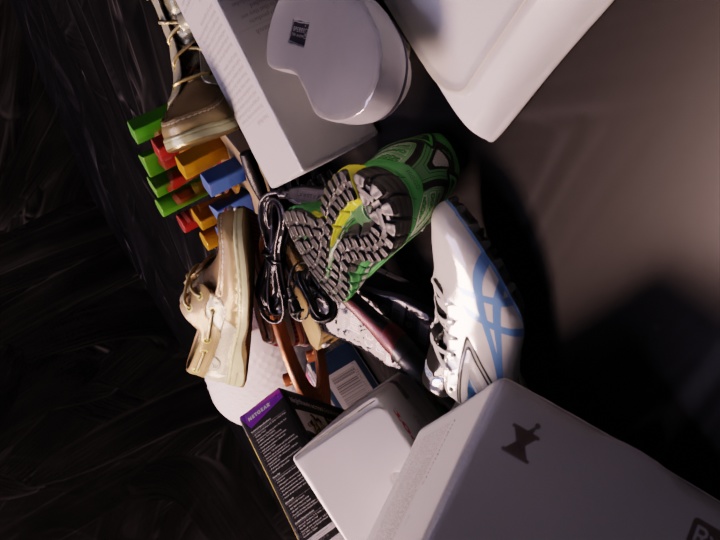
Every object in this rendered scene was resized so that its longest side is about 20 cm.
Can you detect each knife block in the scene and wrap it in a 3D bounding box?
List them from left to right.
[{"bbox_3d":[-0.052,-0.035,0.910,0.176,0.064,0.200,58,164,16],"label":"knife block"}]

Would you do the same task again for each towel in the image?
[{"bbox_3d":[-0.095,0.011,1.017,0.200,0.023,0.145,30,-137,-81],"label":"towel"}]

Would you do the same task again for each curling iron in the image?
[{"bbox_3d":[0.021,0.064,0.751,0.200,0.050,0.026,38,167,5],"label":"curling iron"}]

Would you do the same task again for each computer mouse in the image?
[{"bbox_3d":[0.000,0.000,0.788,0.199,0.046,0.141,18,123,28],"label":"computer mouse"}]

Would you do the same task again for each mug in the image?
[{"bbox_3d":[-0.150,0.077,1.227,0.200,0.147,0.176,39,153,28],"label":"mug"}]

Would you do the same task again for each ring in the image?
[{"bbox_3d":[-0.068,0.055,0.959,0.200,0.019,0.202,-18,-90,-83],"label":"ring"}]

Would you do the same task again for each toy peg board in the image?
[{"bbox_3d":[-0.189,-0.100,1.162,0.199,0.097,0.201,51,161,34],"label":"toy peg board"}]

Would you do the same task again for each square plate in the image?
[{"bbox_3d":[0.036,-0.178,0.469,0.201,0.028,0.198,59,164,7],"label":"square plate"}]

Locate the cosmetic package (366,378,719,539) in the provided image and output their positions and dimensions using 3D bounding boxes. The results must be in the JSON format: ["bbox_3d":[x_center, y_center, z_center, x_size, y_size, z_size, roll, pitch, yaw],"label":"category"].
[{"bbox_3d":[0.091,0.187,0.561,0.164,0.166,0.200,29,161,1],"label":"cosmetic package"}]

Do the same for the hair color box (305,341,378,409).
[{"bbox_3d":[-0.019,0.169,1.148,0.100,0.060,0.200,57,164,18],"label":"hair color box"}]

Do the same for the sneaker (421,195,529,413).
[{"bbox_3d":[0.071,0.043,0.634,0.072,0.072,0.201,-116,7,-54],"label":"sneaker"}]

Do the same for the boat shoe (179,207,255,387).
[{"bbox_3d":[-0.130,0.030,0.870,0.074,0.066,0.201,-93,9,-52],"label":"boat shoe"}]

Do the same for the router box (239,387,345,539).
[{"bbox_3d":[-0.010,0.195,0.869,0.150,0.051,0.200,59,-167,29],"label":"router box"}]

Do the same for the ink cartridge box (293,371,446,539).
[{"bbox_3d":[0.038,0.168,0.778,0.146,0.084,0.200,56,-170,5],"label":"ink cartridge box"}]

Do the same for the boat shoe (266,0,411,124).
[{"bbox_3d":[-0.003,-0.128,0.583,0.200,0.065,0.072,-141,64,-64],"label":"boat shoe"}]

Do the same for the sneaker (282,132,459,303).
[{"bbox_3d":[0.009,-0.035,0.670,0.078,0.085,0.200,59,155,-2],"label":"sneaker"}]

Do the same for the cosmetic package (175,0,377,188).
[{"bbox_3d":[-0.073,-0.171,0.733,0.201,0.071,0.101,64,163,-6],"label":"cosmetic package"}]

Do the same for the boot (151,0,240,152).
[{"bbox_3d":[-0.145,-0.196,0.817,0.200,0.072,0.156,-78,-27,-63],"label":"boot"}]
